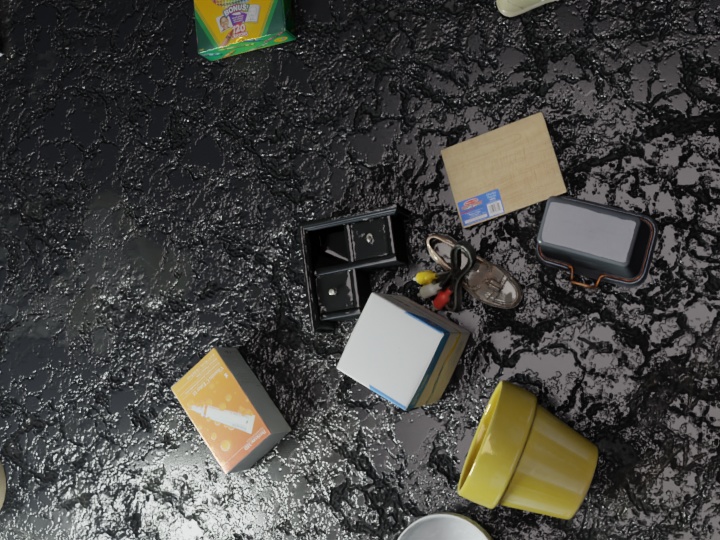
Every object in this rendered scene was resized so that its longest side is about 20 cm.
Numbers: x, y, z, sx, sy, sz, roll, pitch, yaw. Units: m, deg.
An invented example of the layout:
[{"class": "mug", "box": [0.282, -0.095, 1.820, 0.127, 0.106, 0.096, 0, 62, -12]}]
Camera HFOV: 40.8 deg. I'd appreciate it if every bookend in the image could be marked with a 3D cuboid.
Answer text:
[{"class": "bookend", "box": [0.000, 0.000, 1.776, 0.195, 0.092, 0.204, -9, 82, 19]}]

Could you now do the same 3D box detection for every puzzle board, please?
[{"class": "puzzle board", "box": [0.255, -0.178, 1.740, 0.197, 0.017, 0.154, -19, 79, 18]}]

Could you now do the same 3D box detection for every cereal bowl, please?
[{"class": "cereal bowl", "box": [0.154, 0.516, 1.671, 0.196, 0.083, 0.205, -2, 84, 19]}]

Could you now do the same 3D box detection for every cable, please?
[{"class": "cable", "box": [0.155, 0.020, 1.686, 0.050, 0.200, 0.098, -32, 84, -23]}]

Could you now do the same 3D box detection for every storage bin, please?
[{"class": "storage bin", "box": [0.383, -0.049, 1.617, 0.197, 0.134, 0.148, 16, 90, 22]}]

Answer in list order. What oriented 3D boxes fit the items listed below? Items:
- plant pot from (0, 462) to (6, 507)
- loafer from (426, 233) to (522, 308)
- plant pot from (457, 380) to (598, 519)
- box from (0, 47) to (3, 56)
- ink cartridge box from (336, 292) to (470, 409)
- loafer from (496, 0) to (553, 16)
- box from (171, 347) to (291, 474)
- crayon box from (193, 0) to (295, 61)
[{"class": "plant pot", "box": [-0.871, 0.456, 1.997, 0.184, 0.200, 0.192, -2, 84, 20]}, {"class": "loafer", "box": [0.196, 0.002, 1.718, 0.199, 0.063, 0.073, 36, 96, 20]}, {"class": "plant pot", "box": [0.281, 0.311, 1.598, 0.186, 0.201, 0.204, 23, 92, 4]}, {"class": "box", "box": [-0.900, -0.550, 2.146, 0.113, 0.132, 0.203, -28, 76, 19]}, {"class": "ink cartridge box", "box": [0.080, 0.138, 1.675, 0.146, 0.199, 0.147, 28, 96, 20]}, {"class": "loafer", "box": [0.331, -0.517, 1.718, 0.197, 0.068, 0.077, -26, 76, 16]}, {"class": "box", "box": [-0.245, 0.263, 1.838, 0.124, 0.097, 0.201, -41, 73, 12]}, {"class": "crayon box", "box": [-0.231, -0.504, 1.931, 0.196, 0.058, 0.121, -10, 81, 19]}]
